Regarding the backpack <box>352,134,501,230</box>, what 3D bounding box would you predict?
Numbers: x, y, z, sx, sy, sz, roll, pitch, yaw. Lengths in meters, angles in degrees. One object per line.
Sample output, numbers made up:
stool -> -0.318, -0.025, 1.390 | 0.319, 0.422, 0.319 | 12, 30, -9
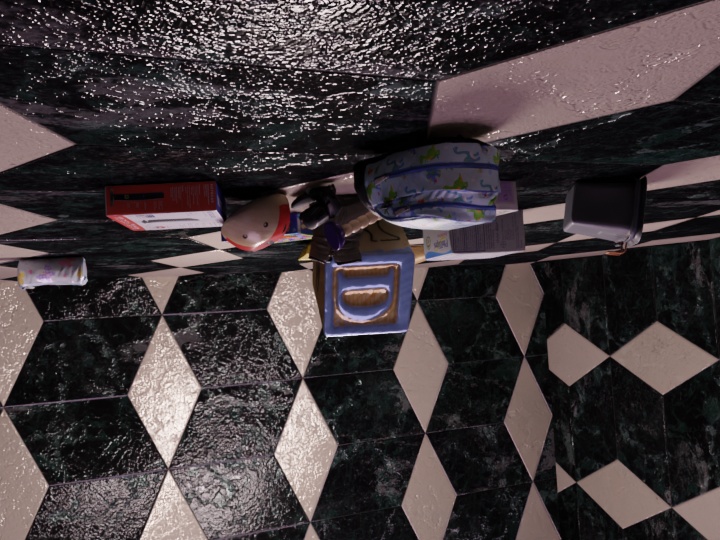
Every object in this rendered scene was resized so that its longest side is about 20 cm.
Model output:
backpack -> 0.105, -0.117, 1.037 | 0.161, 0.157, 0.199 | 7, 158, -35

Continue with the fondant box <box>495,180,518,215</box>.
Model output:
fondant box -> 0.183, -0.128, 1.455 | 0.142, 0.060, 0.199 | -2, 177, -30

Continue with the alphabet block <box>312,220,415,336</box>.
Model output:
alphabet block -> 0.000, 0.000, 1.619 | 0.191, 0.200, 0.201 | -1, -149, -10

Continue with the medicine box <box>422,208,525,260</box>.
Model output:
medicine box -> 0.275, -0.085, 1.865 | 0.195, 0.106, 0.182 | -2, 176, -16

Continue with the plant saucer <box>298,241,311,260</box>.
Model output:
plant saucer -> -0.081, -0.066, 2.283 | 0.195, 0.050, 0.200 | -4, 177, -13

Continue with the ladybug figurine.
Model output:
ladybug figurine -> -0.183, -0.083, 1.390 | 0.134, 0.073, 0.200 | -30, 180, 6

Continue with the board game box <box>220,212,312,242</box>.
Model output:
board game box -> -0.201, -0.093, 1.738 | 0.196, 0.046, 0.134 | -5, 176, 23

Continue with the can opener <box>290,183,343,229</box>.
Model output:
can opener -> -0.088, -0.118, 1.362 | 0.078, 0.064, 0.199 | -30, -166, -15

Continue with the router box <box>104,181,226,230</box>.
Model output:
router box -> -0.326, -0.109, 1.307 | 0.175, 0.050, 0.200 | -3, 176, -5

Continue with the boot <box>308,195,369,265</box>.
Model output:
boot -> -0.006, -0.077, 1.468 | 0.195, 0.134, 0.068 | -4, 176, -2

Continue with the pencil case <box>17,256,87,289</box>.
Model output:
pencil case -> -0.916, 0.006, 2.263 | 0.195, 0.092, 0.084 | -4, 137, -15

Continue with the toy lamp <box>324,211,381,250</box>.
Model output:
toy lamp -> 0.028, -0.100, 1.355 | 0.197, 0.059, 0.058 | -25, -174, -25

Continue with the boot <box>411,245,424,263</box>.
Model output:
boot -> 0.227, -0.065, 2.542 | 0.172, 0.068, 0.200 | -16, 180, -14

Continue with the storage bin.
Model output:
storage bin -> 0.480, -0.109, 1.520 | 0.131, 0.149, 0.200 | 6, 178, 10
